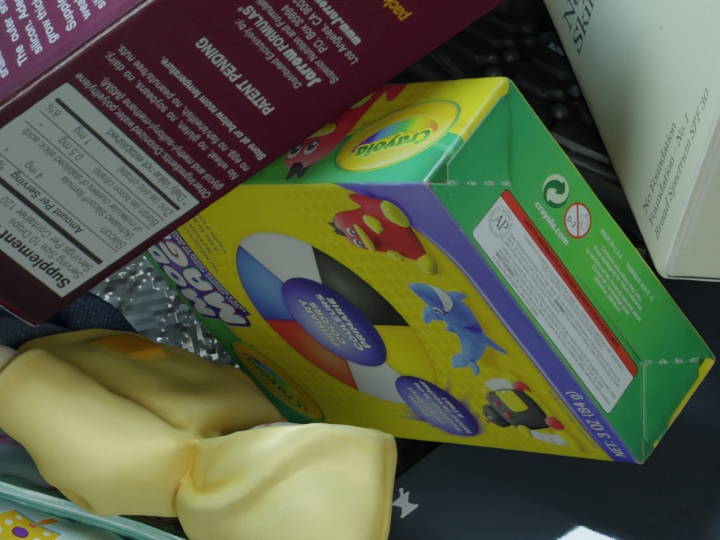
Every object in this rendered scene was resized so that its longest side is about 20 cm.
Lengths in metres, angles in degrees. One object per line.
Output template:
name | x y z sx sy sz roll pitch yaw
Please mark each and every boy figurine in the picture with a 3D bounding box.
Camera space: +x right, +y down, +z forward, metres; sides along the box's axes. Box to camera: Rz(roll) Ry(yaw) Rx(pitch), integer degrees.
boy figurine | -0.071 0.038 0.784 0.124 0.200 0.065 13 103 -49

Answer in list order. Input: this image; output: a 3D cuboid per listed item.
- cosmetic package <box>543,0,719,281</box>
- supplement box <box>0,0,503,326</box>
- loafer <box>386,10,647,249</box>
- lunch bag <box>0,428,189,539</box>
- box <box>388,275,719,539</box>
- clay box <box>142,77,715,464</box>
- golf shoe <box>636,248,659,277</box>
cosmetic package | 0.108 -0.097 0.776 0.073 0.200 0.104 2 129 -17
supplement box | -0.053 -0.092 0.736 0.200 0.111 0.086 -34 141 11
loafer | 0.015 -0.051 0.827 0.200 0.068 0.071 24 124 15
lunch bag | -0.080 0.101 0.821 0.199 0.160 0.077 16 100 -13
box | 0.129 0.090 0.843 0.200 0.104 0.182 -38 144 0
clay box | 0.000 0.000 0.786 0.115 0.200 0.048 51 62 -26
golf shoe | 0.092 -0.013 0.873 0.199 0.078 0.097 -13 143 12
